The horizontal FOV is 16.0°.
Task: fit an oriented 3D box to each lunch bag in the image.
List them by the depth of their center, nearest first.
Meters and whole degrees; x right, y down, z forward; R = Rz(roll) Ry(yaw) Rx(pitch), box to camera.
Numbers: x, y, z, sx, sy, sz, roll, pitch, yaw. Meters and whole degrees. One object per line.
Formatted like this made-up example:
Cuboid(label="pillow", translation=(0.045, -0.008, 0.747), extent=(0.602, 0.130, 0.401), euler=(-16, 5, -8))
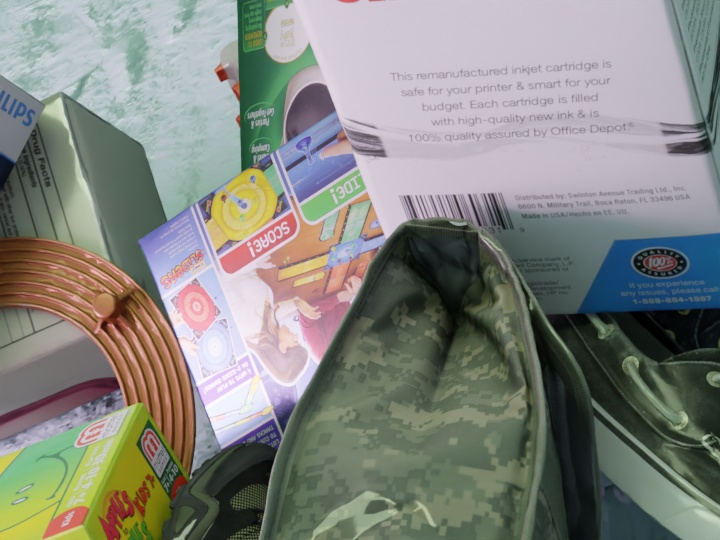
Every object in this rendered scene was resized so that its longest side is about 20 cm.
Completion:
Cuboid(label="lunch bag", translation=(0.032, 0.099, 0.991), extent=(0.117, 0.164, 0.200), euler=(3, 47, 10))

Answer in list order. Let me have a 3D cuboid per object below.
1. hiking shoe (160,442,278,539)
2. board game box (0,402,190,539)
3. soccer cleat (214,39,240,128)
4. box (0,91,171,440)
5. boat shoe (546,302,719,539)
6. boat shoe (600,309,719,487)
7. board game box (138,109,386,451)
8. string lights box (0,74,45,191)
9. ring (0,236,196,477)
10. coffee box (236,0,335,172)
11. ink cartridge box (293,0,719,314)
Cuboid(label="hiking shoe", translation=(-0.037, 0.155, 1.102), extent=(0.100, 0.076, 0.200), euler=(-2, 43, 13))
Cuboid(label="board game box", translation=(-0.182, 0.135, 1.153), extent=(0.200, 0.048, 0.102), euler=(-22, 23, 21))
Cuboid(label="soccer cleat", translation=(-0.006, -0.082, 1.381), extent=(0.078, 0.069, 0.200), euler=(-36, 40, -15))
Cuboid(label="box", translation=(-0.200, 0.014, 1.327), extent=(0.200, 0.109, 0.128), euler=(-23, 72, 13))
Cuboid(label="boat shoe", translation=(0.130, 0.062, 1.024), extent=(0.200, 0.071, 0.064), euler=(41, 104, 37))
Cuboid(label="boat shoe", translation=(0.141, 0.011, 1.109), extent=(0.200, 0.091, 0.071), euler=(-32, 33, 0))
Cuboid(label="board game box", translation=(0.000, 0.000, 1.176), extent=(0.200, 0.034, 0.136), euler=(-31, 72, 29))
Cuboid(label="string lights box", translation=(-0.248, -0.017, 1.251), extent=(0.103, 0.059, 0.200), euler=(23, 83, 34))
Cuboid(label="ring", translation=(-0.174, 0.081, 1.236), extent=(0.200, 0.019, 0.201), euler=(-4, 77, 18))
Cuboid(label="coffee box", translation=(-0.014, -0.078, 1.261), extent=(0.044, 0.200, 0.123), euler=(0, -4, -32))
Cuboid(label="ink cartridge box", translation=(0.070, -0.079, 0.998), extent=(0.146, 0.200, 0.084), euler=(-1, 45, 21))
